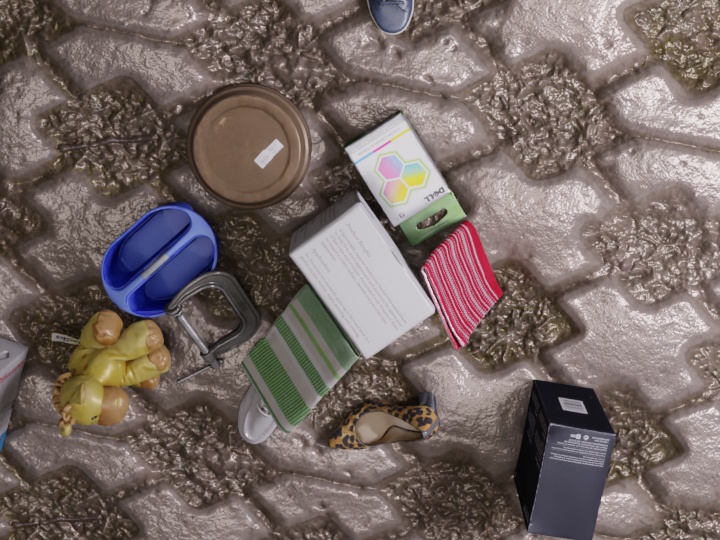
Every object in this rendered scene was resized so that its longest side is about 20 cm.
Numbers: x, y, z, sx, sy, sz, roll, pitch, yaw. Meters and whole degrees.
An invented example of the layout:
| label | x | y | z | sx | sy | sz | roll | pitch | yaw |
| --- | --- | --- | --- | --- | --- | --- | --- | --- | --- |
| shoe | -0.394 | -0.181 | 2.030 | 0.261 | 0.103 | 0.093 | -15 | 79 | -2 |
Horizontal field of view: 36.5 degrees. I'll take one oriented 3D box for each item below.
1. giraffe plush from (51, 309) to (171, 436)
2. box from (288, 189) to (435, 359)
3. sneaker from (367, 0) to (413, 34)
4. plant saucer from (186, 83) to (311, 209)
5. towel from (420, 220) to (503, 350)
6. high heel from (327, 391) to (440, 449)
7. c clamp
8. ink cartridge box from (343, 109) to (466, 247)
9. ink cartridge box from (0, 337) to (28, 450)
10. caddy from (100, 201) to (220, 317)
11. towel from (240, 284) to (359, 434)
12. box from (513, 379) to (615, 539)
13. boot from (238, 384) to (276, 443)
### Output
| label | x | y | z | sx | sy | sz | roll | pitch | yaw |
| --- | --- | --- | --- | --- | --- | --- | --- | --- | --- |
| giraffe plush | -0.412 | 0.174 | 1.719 | 0.200 | 0.162 | 0.173 | 0 | 135 | 7 |
| box | 0.000 | 0.000 | 1.659 | 0.131 | 0.200 | 0.199 | -35 | 99 | 4 |
| sneaker | 0.041 | -0.448 | 1.610 | 0.075 | 0.085 | 0.200 | -3 | 104 | 3 |
| plant saucer | -0.176 | -0.192 | 1.714 | 0.200 | 0.029 | 0.200 | 0 | 103 | 2 |
| towel | 0.157 | 0.018 | 1.671 | 0.022 | 0.200 | 0.145 | -17 | 104 | 30 |
| high heel | 0.032 | 0.260 | 1.757 | 0.200 | 0.143 | 0.071 | -24 | 102 | 8 |
| c clamp | -0.247 | 0.089 | 1.743 | 0.171 | 0.027 | 0.200 | -25 | 134 | -5 |
| ink cartridge box | 0.071 | -0.137 | 1.698 | 0.104 | 0.059 | 0.200 | -31 | 101 | 9 |
| ink cartridge box | -0.624 | 0.221 | 1.777 | 0.086 | 0.146 | 0.200 | 18 | 104 | 0 |
| caddy | -0.313 | -0.018 | 1.722 | 0.200 | 0.105 | 0.141 | -40 | 98 | 11 |
| towel | -0.095 | 0.136 | 1.664 | 0.200 | 0.023 | 0.153 | -50 | 60 | 29 |
| box | 0.318 | 0.295 | 1.724 | 0.104 | 0.200 | 0.182 | 10 | 105 | 0 |
| boot | -0.151 | 0.206 | 1.776 | 0.073 | 0.096 | 0.200 | 22 | 104 | -3 |
